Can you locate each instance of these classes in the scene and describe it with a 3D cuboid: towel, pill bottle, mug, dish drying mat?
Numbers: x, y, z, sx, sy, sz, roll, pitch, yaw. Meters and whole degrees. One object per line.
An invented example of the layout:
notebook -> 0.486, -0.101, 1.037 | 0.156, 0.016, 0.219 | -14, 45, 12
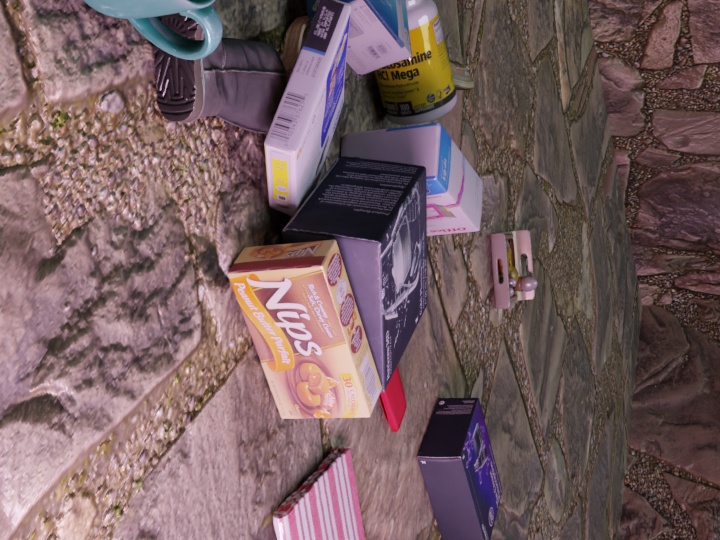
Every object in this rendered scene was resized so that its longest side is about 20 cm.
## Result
towel -> -0.049, 0.315, 1.303 | 0.200, 0.029, 0.149 | -35, 118, -62
pill bottle -> 0.067, -0.322, 1.575 | 0.113, 0.111, 0.203 | -60, 140, -53
mug -> -0.194, -0.278, 0.931 | 0.152, 0.112, 0.189 | -9, 96, -68
dish drying mat -> 0.030, 0.124, 1.535 | 0.077, 0.018, 0.203 | -61, 140, -54

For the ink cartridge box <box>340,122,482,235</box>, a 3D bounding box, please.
ink cartridge box -> 0.074, -0.118, 1.517 | 0.200, 0.142, 0.086 | 37, 53, -61

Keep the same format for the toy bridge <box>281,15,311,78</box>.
toy bridge -> -0.064, -0.281, 1.360 | 0.201, 0.027, 0.068 | -61, 141, -55

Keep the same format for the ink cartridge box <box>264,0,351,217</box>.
ink cartridge box -> -0.060, -0.173, 1.258 | 0.201, 0.046, 0.200 | 102, 5, -66

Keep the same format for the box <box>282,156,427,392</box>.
box -> 0.000, 0.000, 1.304 | 0.197, 0.122, 0.203 | -56, 149, -54

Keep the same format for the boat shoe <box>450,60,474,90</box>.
boat shoe -> 0.136, -0.329, 1.802 | 0.200, 0.072, 0.064 | -16, 106, -60

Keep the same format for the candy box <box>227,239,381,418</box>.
candy box -> -0.058, 0.069, 1.202 | 0.056, 0.113, 0.203 | -61, 141, -53

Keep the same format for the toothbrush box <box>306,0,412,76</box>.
toothbrush box -> -0.006, -0.379, 1.400 | 0.146, 0.084, 0.203 | 38, 41, -56

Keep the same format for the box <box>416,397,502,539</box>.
box -> 0.162, 0.327, 1.750 | 0.142, 0.078, 0.203 | -60, 140, -50

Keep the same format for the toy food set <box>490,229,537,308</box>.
toy food set -> 0.310, -0.006, 2.181 | 0.199, 0.059, 0.146 | -9, 95, -68

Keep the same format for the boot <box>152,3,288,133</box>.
boot -> -0.135, -0.231, 1.123 | 0.199, 0.071, 0.185 | -16, 115, -61
